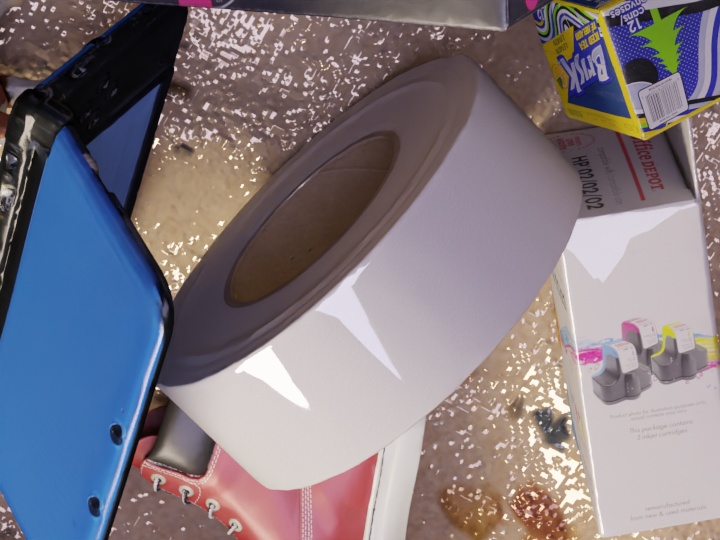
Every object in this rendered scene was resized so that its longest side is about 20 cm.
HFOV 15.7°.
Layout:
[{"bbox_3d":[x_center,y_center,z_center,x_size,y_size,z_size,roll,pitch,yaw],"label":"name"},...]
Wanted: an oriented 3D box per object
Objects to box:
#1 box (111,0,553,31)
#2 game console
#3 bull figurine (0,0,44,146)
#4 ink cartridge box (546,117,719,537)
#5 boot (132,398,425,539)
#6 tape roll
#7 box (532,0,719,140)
[{"bbox_3d":[-0.011,-0.174,1.081,0.200,0.106,0.122,6,111,26],"label":"box"},{"bbox_3d":[-0.103,0.012,1.125,0.118,0.171,0.200,32,133,11],"label":"game console"},{"bbox_3d":[-0.184,-0.101,1.174,0.121,0.065,0.200,6,113,-7],"label":"bull figurine"},{"bbox_3d":[0.123,0.005,1.201,0.068,0.115,0.200,-9,112,1],"label":"ink cartridge box"},{"bbox_3d":[-0.051,0.134,1.275,0.144,0.072,0.200,6,104,-4],"label":"boot"},{"bbox_3d":[0.000,0.000,1.149,0.202,0.202,0.071,-41,109,14],"label":"tape roll"},{"bbox_3d":[0.177,-0.130,1.132,0.200,0.070,0.064,-27,112,-18],"label":"box"}]
